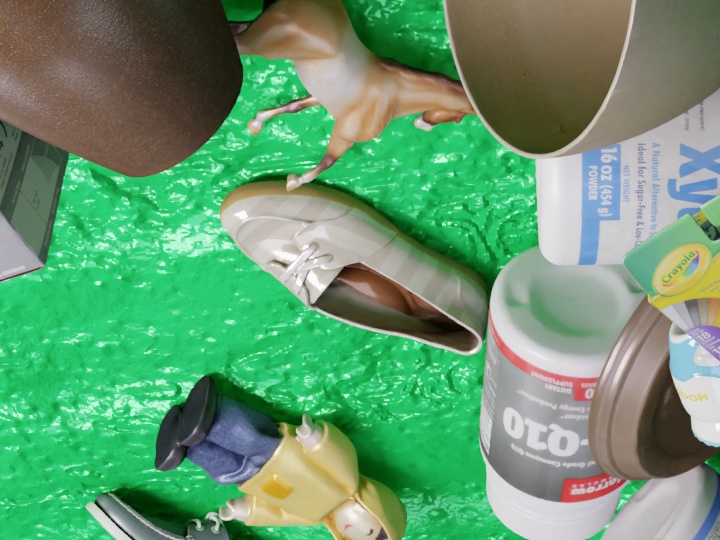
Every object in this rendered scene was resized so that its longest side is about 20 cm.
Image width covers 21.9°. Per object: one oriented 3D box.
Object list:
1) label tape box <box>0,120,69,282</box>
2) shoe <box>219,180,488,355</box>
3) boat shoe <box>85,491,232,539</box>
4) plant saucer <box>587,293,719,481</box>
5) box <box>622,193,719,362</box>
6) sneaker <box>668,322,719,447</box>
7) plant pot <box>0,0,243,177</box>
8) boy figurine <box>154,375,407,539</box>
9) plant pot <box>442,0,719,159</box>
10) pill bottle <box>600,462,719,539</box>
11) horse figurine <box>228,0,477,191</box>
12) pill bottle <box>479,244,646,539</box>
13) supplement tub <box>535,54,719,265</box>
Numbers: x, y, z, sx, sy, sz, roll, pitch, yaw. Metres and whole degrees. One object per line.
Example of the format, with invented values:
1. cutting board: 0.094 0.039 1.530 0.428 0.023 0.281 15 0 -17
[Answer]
1. label tape box: -0.240 -0.108 1.043 0.063 0.145 0.200 -16 133 18
2. shoe: 0.000 0.000 1.208 0.199 0.054 0.070 23 132 -20
3. boat shoe: -0.123 0.217 1.445 0.200 0.073 0.062 37 83 -22
4. plant saucer: 0.223 0.055 1.185 0.200 0.029 0.201 -29 139 -30
5. box: 0.239 0.013 0.991 0.117 0.049 0.200 -33 127 29
6. sneaker: 0.274 0.025 1.101 0.199 0.076 0.081 -30 114 -11
7. plant pot: -0.154 -0.147 0.973 0.186 0.188 0.200 -24 131 24
8. boy figurine: -0.054 0.154 1.362 0.200 0.065 0.124 32 126 -23
9. plant pot: 0.145 -0.161 0.960 0.134 0.201 0.201 -5 139 -23
10. pill bottle: 0.265 0.231 1.266 0.200 0.114 0.114 41 126 -9
11. horse figurine: -0.034 -0.121 1.092 0.132 0.050 0.200 -21 133 30
12. pill bottle: 0.138 0.087 1.249 0.113 0.114 0.201 1 135 1
13. supplement tub: 0.202 -0.069 1.076 0.199 0.132 0.132 -2 135 5
